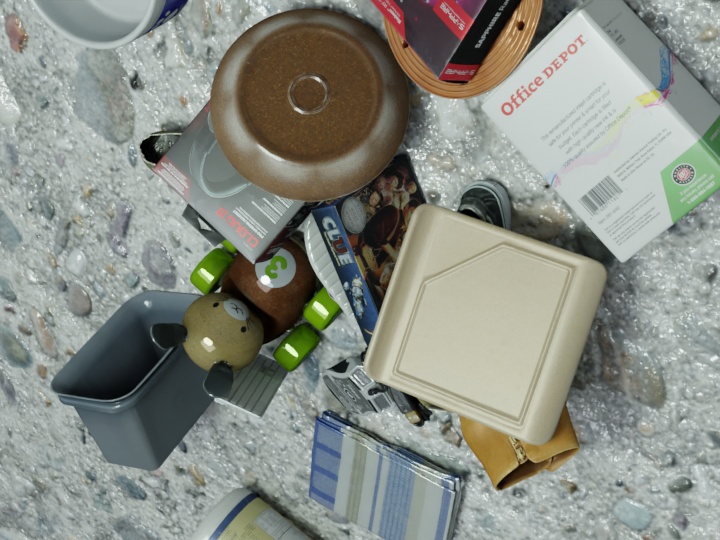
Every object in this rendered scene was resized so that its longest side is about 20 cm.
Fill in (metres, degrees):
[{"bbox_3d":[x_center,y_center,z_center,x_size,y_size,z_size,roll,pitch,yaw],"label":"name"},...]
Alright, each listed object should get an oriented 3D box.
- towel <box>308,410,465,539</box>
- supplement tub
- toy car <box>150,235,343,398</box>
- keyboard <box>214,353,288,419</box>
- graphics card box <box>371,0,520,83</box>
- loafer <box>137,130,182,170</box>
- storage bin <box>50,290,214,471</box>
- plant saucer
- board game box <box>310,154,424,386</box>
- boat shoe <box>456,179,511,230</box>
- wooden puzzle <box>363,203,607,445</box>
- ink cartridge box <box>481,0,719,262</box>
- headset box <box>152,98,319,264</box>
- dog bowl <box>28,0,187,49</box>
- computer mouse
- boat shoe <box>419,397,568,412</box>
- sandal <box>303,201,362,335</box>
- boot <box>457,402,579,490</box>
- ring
[{"bbox_3d":[0.028,0.261,1.637,0.199,0.024,0.147,23,128,22],"label":"towel"},{"bbox_3d":[-0.118,0.386,1.721,0.200,0.144,0.145,36,129,10],"label":"supplement tub"},{"bbox_3d":[-0.140,0.053,1.510,0.164,0.200,0.158,41,130,6],"label":"toy car"},{"bbox_3d":[-0.120,0.126,1.545,0.056,0.200,0.011,19,103,2],"label":"keyboard"},{"bbox_3d":[0.097,-0.282,1.207,0.126,0.051,0.200,54,128,28],"label":"graphics card box"},{"bbox_3d":[-0.164,-0.110,1.504,0.199,0.070,0.076,14,93,27],"label":"loafer"},{"bbox_3d":[-0.264,0.139,1.652,0.145,0.200,0.135,5,127,31],"label":"storage bin"},{"bbox_3d":[-0.050,-0.169,1.343,0.200,0.201,0.037,41,172,6],"label":"plant saucer"},{"bbox_3d":[0.035,-0.002,1.408,0.035,0.135,0.201,-8,112,40],"label":"board game box"},{"bbox_3d":[0.125,0.009,1.399,0.072,0.071,0.201,0,115,33],"label":"boat shoe"},{"bbox_3d":[0.120,0.050,1.328,0.199,0.037,0.186,20,96,18],"label":"wooden puzzle"},{"bbox_3d":[0.232,-0.132,1.241,0.200,0.084,0.145,48,130,1],"label":"ink cartridge box"},{"bbox_3d":[-0.105,-0.116,1.420,0.149,0.077,0.200,43,100,6],"label":"headset box"},{"bbox_3d":[-0.274,-0.342,1.452,0.199,0.079,0.201,16,124,25],"label":"dog bowl"},{"bbox_3d":[0.013,0.122,1.519,0.110,0.044,0.200,50,162,-11],"label":"computer mouse"},{"bbox_3d":[0.134,0.132,1.468,0.200,0.073,0.063,6,130,31],"label":"boat shoe"},{"bbox_3d":[-0.007,0.003,1.492,0.203,0.082,0.050,66,171,-13],"label":"sandal"},{"bbox_3d":[0.186,0.116,1.355,0.201,0.071,0.144,-41,55,15],"label":"boot"},{"bbox_3d":[0.095,-0.259,1.261,0.200,0.019,0.201,7,100,45],"label":"ring"}]
